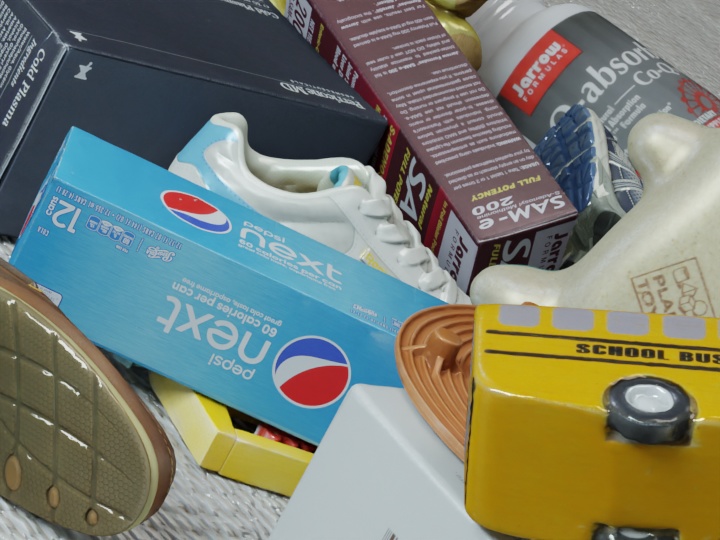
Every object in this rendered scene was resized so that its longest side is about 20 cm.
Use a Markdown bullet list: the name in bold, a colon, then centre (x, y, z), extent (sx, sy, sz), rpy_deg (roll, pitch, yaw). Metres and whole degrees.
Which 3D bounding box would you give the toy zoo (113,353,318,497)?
- **toy zoo**: centre (-0.020, 0.065, 1.282), extent (0.200, 0.020, 0.131), rpy_deg (19, 22, -24)

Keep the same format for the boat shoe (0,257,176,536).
- **boat shoe**: centre (-0.142, 0.030, 1.130), extent (0.200, 0.072, 0.067), rpy_deg (36, 23, 25)

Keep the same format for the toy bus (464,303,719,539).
- **toy bus**: centre (0.137, 0.060, 1.019), extent (0.199, 0.065, 0.078), rpy_deg (4, 33, 1)

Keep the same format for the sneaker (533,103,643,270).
- **sneaker**: centre (0.136, -0.011, 1.520), extent (0.085, 0.077, 0.200), rpy_deg (30, 25, -27)

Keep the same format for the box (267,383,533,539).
- **box**: centre (0.083, 0.136, 1.123), extent (0.200, 0.107, 0.152), rpy_deg (9, 28, -43)

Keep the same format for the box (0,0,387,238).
- **box**: centre (-0.124, -0.093, 1.402), extent (0.200, 0.104, 0.182), rpy_deg (11, 26, -40)

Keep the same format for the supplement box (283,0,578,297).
- **supplement box**: centre (0.027, -0.055, 1.444), extent (0.061, 0.109, 0.200), rpy_deg (-17, 54, -24)

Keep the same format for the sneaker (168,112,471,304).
- **sneaker**: centre (0.000, 0.000, 1.318), extent (0.200, 0.081, 0.077), rpy_deg (26, 18, -11)

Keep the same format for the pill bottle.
- **pill bottle**: centre (0.137, -0.089, 1.723), extent (0.200, 0.116, 0.116), rpy_deg (37, 22, 23)

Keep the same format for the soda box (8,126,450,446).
- **soda box**: centre (-0.051, 0.016, 1.234), extent (0.200, 0.064, 0.068), rpy_deg (26, 20, -8)

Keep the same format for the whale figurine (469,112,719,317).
- **whale figurine**: centre (0.153, 0.007, 1.271), extent (0.104, 0.199, 0.160), rpy_deg (-16, 86, -78)

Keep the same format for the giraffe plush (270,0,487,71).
- **giraffe plush**: centre (-0.011, -0.174, 1.686), extent (0.200, 0.173, 0.162), rpy_deg (47, 9, 1)

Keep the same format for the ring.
- **ring**: centre (0.105, 0.067, 1.136), extent (0.200, 0.019, 0.201), rpy_deg (24, 21, -10)
